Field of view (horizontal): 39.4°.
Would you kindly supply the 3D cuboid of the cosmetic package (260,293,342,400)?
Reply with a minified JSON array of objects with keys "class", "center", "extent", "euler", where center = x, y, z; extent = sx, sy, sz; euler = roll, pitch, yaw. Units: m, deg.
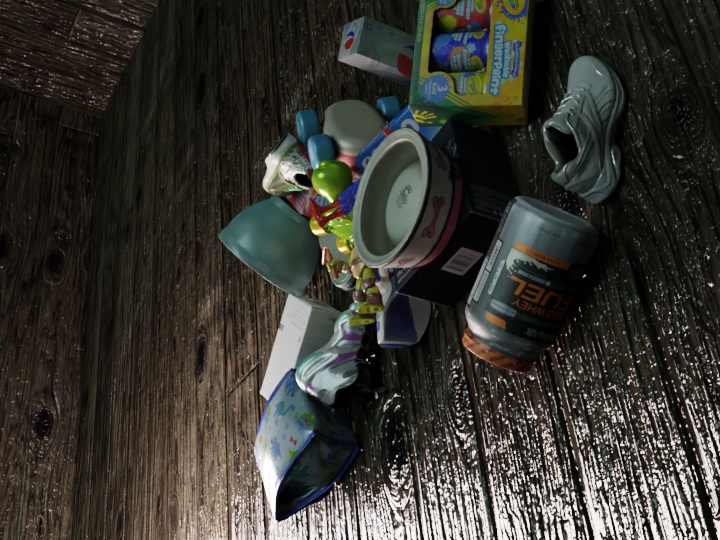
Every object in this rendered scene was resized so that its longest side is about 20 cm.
[{"class":"cosmetic package","center":[-0.106,0.156,1.840],"extent":[0.113,0.081,0.201],"euler":[23,97,61]}]

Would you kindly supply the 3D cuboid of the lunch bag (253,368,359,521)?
[{"class":"lunch bag","center":[-0.108,0.304,1.726],"extent":[0.200,0.127,0.170],"euler":[-53,34,20]}]

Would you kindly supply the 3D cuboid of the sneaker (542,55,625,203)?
[{"class":"sneaker","center":[0.275,-0.190,1.266],"extent":[0.078,0.099,0.202],"euler":[-31,50,53]}]

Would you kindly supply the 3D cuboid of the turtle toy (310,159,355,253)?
[{"class":"turtle toy","center":[-0.009,-0.108,1.670],"extent":[0.145,0.200,0.102],"euler":[-8,61,36]}]

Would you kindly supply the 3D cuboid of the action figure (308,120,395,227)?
[{"class":"action figure","center":[0.006,-0.155,1.569],"extent":[0.065,0.199,0.099],"euler":[82,163,-69]}]

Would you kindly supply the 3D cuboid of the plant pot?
[{"class":"plant pot","center":[-0.155,-0.063,1.941],"extent":[0.135,0.200,0.200],"euler":[-53,31,6]}]

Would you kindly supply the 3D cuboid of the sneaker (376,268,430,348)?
[{"class":"sneaker","center":[0.056,0.031,1.613],"extent":[0.115,0.080,0.201],"euler":[144,133,-65]}]

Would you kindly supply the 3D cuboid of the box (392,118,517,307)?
[{"class":"box","center":[0.132,-0.082,1.482],"extent":[0.200,0.103,0.183],"euler":[-49,36,40]}]

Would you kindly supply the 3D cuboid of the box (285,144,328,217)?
[{"class":"box","center":[-0.087,-0.170,1.942],"extent":[0.096,0.099,0.200],"euler":[-68,28,14]}]

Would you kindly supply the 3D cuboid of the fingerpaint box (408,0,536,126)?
[{"class":"fingerpaint box","center":[0.165,-0.317,1.467],"extent":[0.166,0.073,0.202],"euler":[2,74,18]}]

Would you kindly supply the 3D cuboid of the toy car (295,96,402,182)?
[{"class":"toy car","center":[-0.004,-0.181,1.770],"extent":[0.177,0.183,0.201],"euler":[-116,19,-51]}]

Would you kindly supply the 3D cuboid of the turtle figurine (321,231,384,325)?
[{"class":"turtle figurine","center":[0.000,0.000,1.572],"extent":[0.200,0.064,0.162],"euler":[-37,52,51]}]

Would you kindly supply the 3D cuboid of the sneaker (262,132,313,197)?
[{"class":"sneaker","center":[-0.121,-0.164,1.799],"extent":[0.077,0.089,0.200],"euler":[-47,-9,-14]}]

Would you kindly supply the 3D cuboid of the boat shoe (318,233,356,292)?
[{"class":"boat shoe","center":[-0.026,-0.037,1.806],"extent":[0.075,0.060,0.201],"euler":[-31,45,27]}]

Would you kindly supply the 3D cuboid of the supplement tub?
[{"class":"supplement tub","center":[0.209,0.018,1.268],"extent":[0.123,0.122,0.201],"euler":[44,117,59]}]

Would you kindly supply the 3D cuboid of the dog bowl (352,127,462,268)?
[{"class":"dog bowl","center":[0.068,-0.094,1.415],"extent":[0.200,0.073,0.202],"euler":[-37,45,50]}]

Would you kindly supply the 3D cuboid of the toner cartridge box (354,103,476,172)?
[{"class":"toner cartridge box","center":[0.089,-0.209,1.591],"extent":[0.200,0.095,0.043],"euler":[-42,14,33]}]

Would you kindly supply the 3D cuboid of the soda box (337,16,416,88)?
[{"class":"soda box","center":[0.067,-0.342,1.623],"extent":[0.068,0.199,0.064],"euler":[1,78,61]}]

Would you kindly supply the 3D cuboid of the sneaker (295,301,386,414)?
[{"class":"sneaker","center":[0.001,0.149,1.660],"extent":[0.140,0.078,0.200],"euler":[37,88,34]}]
